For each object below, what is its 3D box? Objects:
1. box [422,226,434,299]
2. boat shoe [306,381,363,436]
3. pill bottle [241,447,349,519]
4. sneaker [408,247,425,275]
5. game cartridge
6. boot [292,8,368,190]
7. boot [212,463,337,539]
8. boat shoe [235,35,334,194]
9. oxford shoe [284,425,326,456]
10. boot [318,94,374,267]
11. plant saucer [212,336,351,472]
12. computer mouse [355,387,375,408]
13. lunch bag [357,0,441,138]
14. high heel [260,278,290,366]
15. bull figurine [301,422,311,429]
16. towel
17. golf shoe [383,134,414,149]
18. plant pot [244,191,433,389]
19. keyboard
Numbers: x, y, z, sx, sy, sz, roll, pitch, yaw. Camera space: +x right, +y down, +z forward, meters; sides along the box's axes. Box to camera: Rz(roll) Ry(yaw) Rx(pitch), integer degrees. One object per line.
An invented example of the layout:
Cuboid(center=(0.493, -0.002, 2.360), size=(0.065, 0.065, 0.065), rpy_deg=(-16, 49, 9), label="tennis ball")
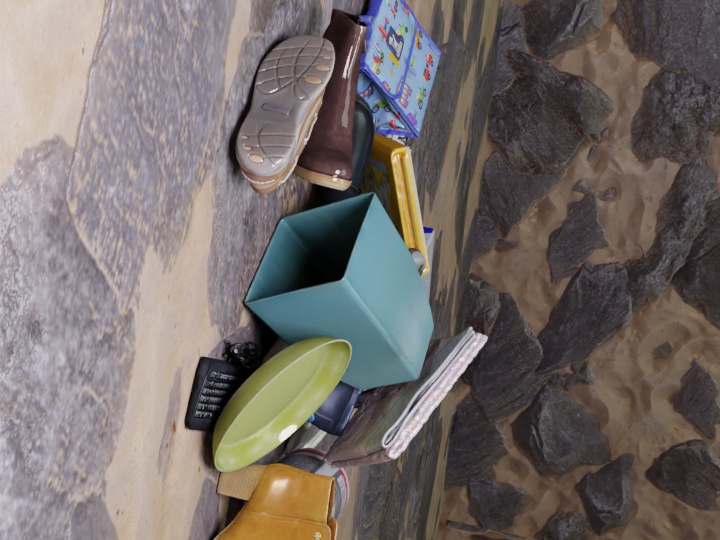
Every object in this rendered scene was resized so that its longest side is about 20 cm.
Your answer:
Cuboid(center=(0.052, 0.044, 1.932), size=(0.200, 0.104, 0.185), rpy_deg=(-62, 159, -55), label="box")
Cuboid(center=(-0.006, 0.124, 1.464), size=(0.200, 0.069, 0.084), rpy_deg=(-55, -167, -21), label="boat shoe")
Cuboid(center=(-0.087, 0.301, 1.450), size=(0.200, 0.110, 0.111), rpy_deg=(-18, 117, -77), label="pill bottle")
Cuboid(center=(0.000, 0.000, 1.499), size=(0.075, 0.200, 0.080), rpy_deg=(4, 69, -48), label="sneaker")
Cuboid(center=(0.030, -0.099, 1.554), size=(0.200, 0.032, 0.177), rpy_deg=(-147, -137, -63), label="game cartridge")
Cuboid(center=(-0.032, -0.192, 1.253), size=(0.200, 0.072, 0.167), rpy_deg=(-117, -137, -60), label="boot")
Cuboid(center=(-0.102, 0.323, 1.308), size=(0.071, 0.143, 0.202), rpy_deg=(-8, 108, -77), label="boot")
Cuboid(center=(-0.081, -0.166, 1.197), size=(0.072, 0.075, 0.200), rpy_deg=(96, 16, -57), label="boat shoe")
Cuboid(center=(-0.064, 0.187, 1.622), size=(0.058, 0.075, 0.200), rpy_deg=(48, 47, -20), label="oxford shoe")
Cuboid(center=(-0.018, -0.099, 1.429), size=(0.201, 0.076, 0.169), rpy_deg=(97, -10, -45), label="boot")
Cuboid(center=(-0.092, 0.141, 1.259), size=(0.200, 0.031, 0.200), rpy_deg=(-40, 160, -18), label="plant saucer")
Cuboid(center=(-0.006, 0.115, 1.719), size=(0.053, 0.138, 0.201), rpy_deg=(26, 65, -60), label="computer mouse")
Cuboid(center=(0.034, -0.309, 1.639), size=(0.200, 0.094, 0.151), rpy_deg=(52, 49, -59), label="lunch bag")
Cuboid(center=(-0.070, 0.093, 1.439), size=(0.143, 0.071, 0.201), rpy_deg=(-21, 112, -70), label="high heel")
Cuboid(center=(-0.053, 0.142, 1.527), size=(0.200, 0.065, 0.122), rpy_deg=(-48, 173, -32), label="bull figurine")
Cuboid(center=(0.050, 0.156, 1.391), size=(0.200, 0.032, 0.191), rpy_deg=(-49, -171, -24), label="towel")
Cuboid(center=(0.044, -0.188, 1.739), size=(0.095, 0.077, 0.201), rpy_deg=(111, -15, -63), label="golf shoe")
Cuboid(center=(-0.008, 0.041, 1.335), size=(0.200, 0.141, 0.142), rpy_deg=(53, 39, -32), label="plant pot")
Cuboid(center=(-0.135, 0.128, 1.246), size=(0.200, 0.039, 0.105), rpy_deg=(38, 63, -78), label="keyboard")
